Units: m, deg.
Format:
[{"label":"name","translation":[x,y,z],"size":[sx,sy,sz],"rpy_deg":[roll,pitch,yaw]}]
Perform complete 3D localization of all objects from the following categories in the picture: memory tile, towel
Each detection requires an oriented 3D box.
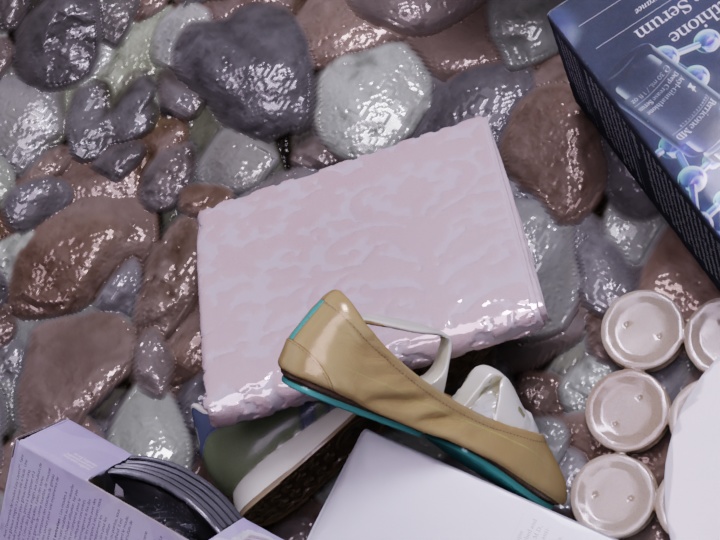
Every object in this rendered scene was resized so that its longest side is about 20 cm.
[{"label":"memory tile","translation":[0.225,0.088,1.236],"size":[0.200,0.017,0.154],"rpy_deg":[5,72,19]},{"label":"towel","translation":[0.000,0.000,1.284],"size":[0.200,0.032,0.191],"rpy_deg":[-18,38,7]}]

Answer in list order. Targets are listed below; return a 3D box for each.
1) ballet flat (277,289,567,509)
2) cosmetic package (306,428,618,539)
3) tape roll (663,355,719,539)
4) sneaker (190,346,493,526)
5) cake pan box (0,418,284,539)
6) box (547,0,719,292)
[{"label":"ballet flat","translation":[0.048,0.070,1.185],"size":[0.069,0.200,0.063],"rpy_deg":[23,86,59]},{"label":"cosmetic package","translation":[0.082,0.169,1.199],"size":[0.200,0.113,0.081],"rpy_deg":[20,77,24]},{"label":"tape roll","translation":[0.265,0.128,1.123],"size":[0.202,0.139,0.203],"rpy_deg":[-5,70,15]},{"label":"sneaker","translation":[-0.015,0.058,1.292],"size":[0.200,0.067,0.090],"rpy_deg":[-39,65,0]},{"label":"cake pan box","translation":[-0.129,0.204,1.228],"size":[0.184,0.052,0.200],"rpy_deg":[24,115,23]},{"label":"box","translation":[0.225,-0.094,1.244],"size":[0.148,0.107,0.200],"rpy_deg":[-33,62,-1]}]
